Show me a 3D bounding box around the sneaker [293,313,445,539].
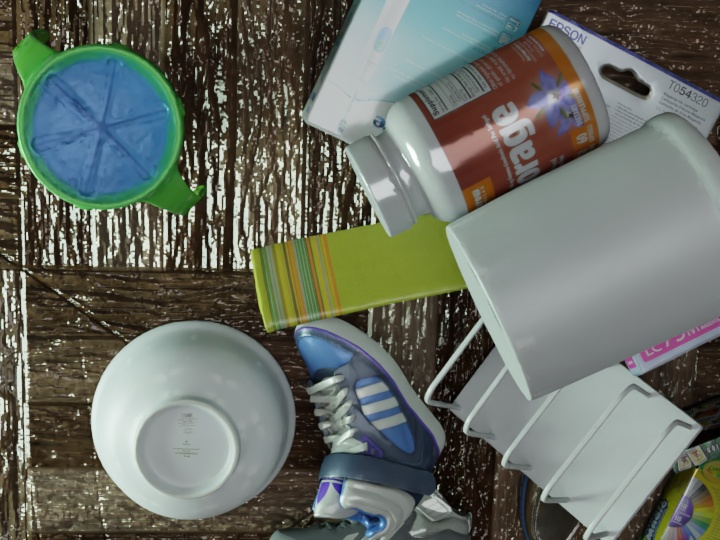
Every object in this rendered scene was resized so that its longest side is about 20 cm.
[{"bbox_3d":[-0.014,0.153,1.001,0.200,0.080,0.147,48,52,-15],"label":"sneaker"}]

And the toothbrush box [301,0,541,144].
[{"bbox_3d":[0.053,-0.195,0.971,0.146,0.085,0.201,23,98,-9],"label":"toothbrush box"}]

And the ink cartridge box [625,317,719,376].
[{"bbox_3d":[0.254,-0.021,0.967,0.119,0.042,0.201,-25,79,-3],"label":"ink cartridge box"}]

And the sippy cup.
[{"bbox_3d":[-0.216,-0.128,0.941,0.139,0.130,0.179,-10,101,-1],"label":"sippy cup"}]

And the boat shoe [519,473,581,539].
[{"bbox_3d":[0.209,0.190,1.061,0.072,0.072,0.201,14,99,-6],"label":"boat shoe"}]

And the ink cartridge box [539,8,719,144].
[{"bbox_3d":[0.212,-0.112,1.021,0.196,0.043,0.201,26,94,-8],"label":"ink cartridge box"}]

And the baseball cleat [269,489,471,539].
[{"bbox_3d":[0.011,0.250,1.071,0.199,0.070,0.107,9,86,-10],"label":"baseball cleat"}]

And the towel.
[{"bbox_3d":[0.000,0.000,1.016,0.199,0.018,0.086,-12,64,-2],"label":"towel"}]

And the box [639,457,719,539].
[{"bbox_3d":[0.351,0.277,1.102,0.117,0.048,0.201,23,100,-8],"label":"box"}]

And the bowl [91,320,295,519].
[{"bbox_3d":[-0.160,0.155,1.019,0.200,0.090,0.202,-1,101,-4],"label":"bowl"}]

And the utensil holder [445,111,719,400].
[{"bbox_3d":[0.191,-0.007,0.865,0.199,0.170,0.170,-26,101,1],"label":"utensil holder"}]

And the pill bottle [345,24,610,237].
[{"bbox_3d":[0.094,-0.110,0.893,0.200,0.112,0.112,-28,101,0],"label":"pill bottle"}]

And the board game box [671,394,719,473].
[{"bbox_3d":[0.377,0.138,1.047,0.199,0.105,0.024,-20,96,0],"label":"board game box"}]

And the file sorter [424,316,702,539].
[{"bbox_3d":[0.178,0.129,0.976,0.200,0.124,0.139,39,96,26],"label":"file sorter"}]
